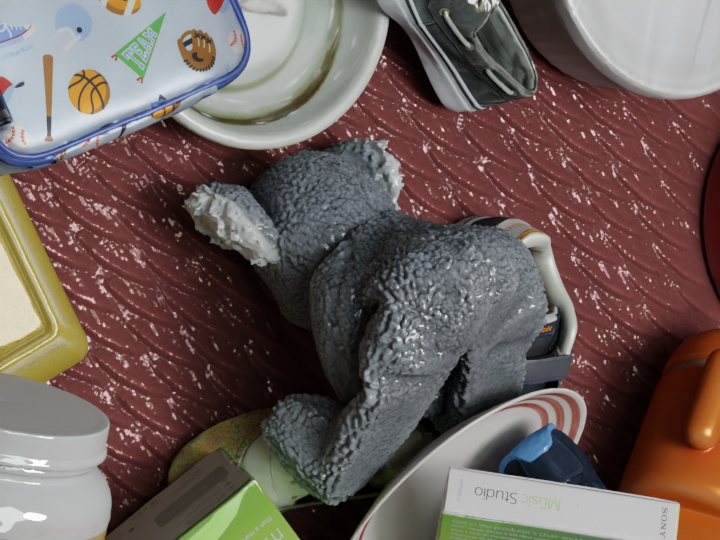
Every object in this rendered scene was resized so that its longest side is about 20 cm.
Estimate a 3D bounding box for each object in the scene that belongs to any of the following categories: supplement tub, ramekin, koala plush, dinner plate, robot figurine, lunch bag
[{"bbox_3d":[-0.221,0.168,1.533,0.144,0.144,0.202,7,102,-31],"label":"supplement tub"},{"bbox_3d":[0.185,-0.213,1.843,0.201,0.094,0.204,1,88,-31],"label":"ramekin"},{"bbox_3d":[0.000,0.000,1.683,0.177,0.184,0.200,-20,57,-37],"label":"koala plush"},{"bbox_3d":[0.059,0.139,1.725,0.199,0.201,0.024,-27,63,-29],"label":"dinner plate"},{"bbox_3d":[0.244,0.125,1.856,0.144,0.116,0.201,40,58,-27],"label":"robot figurine"},{"bbox_3d":[-0.172,-0.150,1.574,0.199,0.075,0.161,-24,95,-31],"label":"lunch bag"}]

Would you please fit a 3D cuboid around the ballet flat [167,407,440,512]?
[{"bbox_3d":[-0.024,0.119,1.726,0.199,0.071,0.071,-6,93,-31],"label":"ballet flat"}]

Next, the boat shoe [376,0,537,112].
[{"bbox_3d":[0.059,-0.180,1.740,0.200,0.070,0.073,54,37,-48],"label":"boat shoe"}]

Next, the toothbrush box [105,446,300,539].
[{"bbox_3d":[-0.076,0.235,1.661,0.145,0.086,0.201,-37,110,-8],"label":"toothbrush box"}]

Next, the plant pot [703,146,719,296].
[{"bbox_3d":[0.370,-0.033,1.908,0.199,0.182,0.202,-1,92,-33],"label":"plant pot"}]

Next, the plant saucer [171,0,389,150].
[{"bbox_3d":[-0.076,-0.176,1.706,0.199,0.050,0.202,0,90,-32],"label":"plant saucer"}]

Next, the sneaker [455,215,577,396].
[{"bbox_3d":[0.096,0.065,1.795,0.078,0.079,0.202,-7,95,-32],"label":"sneaker"}]

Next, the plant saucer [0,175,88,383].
[{"bbox_3d":[-0.266,0.008,1.588,0.199,0.048,0.201,-32,106,-28],"label":"plant saucer"}]

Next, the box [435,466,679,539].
[{"bbox_3d":[0.115,0.190,1.712,0.143,0.200,0.037,9,61,2],"label":"box"}]

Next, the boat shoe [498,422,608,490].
[{"bbox_3d":[0.131,0.167,1.765,0.084,0.069,0.200,-41,156,1],"label":"boat shoe"}]
